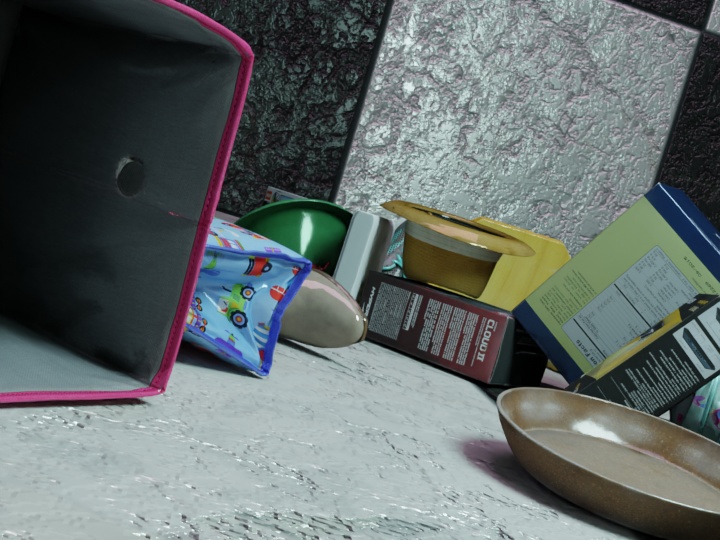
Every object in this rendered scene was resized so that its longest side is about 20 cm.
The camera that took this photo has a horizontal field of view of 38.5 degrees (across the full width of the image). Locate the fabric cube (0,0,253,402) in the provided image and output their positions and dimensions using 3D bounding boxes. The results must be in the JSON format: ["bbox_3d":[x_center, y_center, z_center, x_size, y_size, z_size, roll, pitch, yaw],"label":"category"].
[{"bbox_3d":[-0.205,-0.060,0.521,0.198,0.202,0.196,19,5,31],"label":"fabric cube"}]

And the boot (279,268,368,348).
[{"bbox_3d":[-0.110,0.024,0.905,0.199,0.071,0.145,18,10,37],"label":"boot"}]

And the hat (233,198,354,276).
[{"bbox_3d":[-0.070,0.034,1.162,0.165,0.178,0.199,-35,-36,32],"label":"hat"}]

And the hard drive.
[{"bbox_3d":[0.000,0.000,1.198,0.026,0.133,0.200,18,3,8],"label":"hard drive"}]

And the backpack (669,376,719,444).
[{"bbox_3d":[0.376,0.129,1.022,0.125,0.169,0.200,11,13,13],"label":"backpack"}]

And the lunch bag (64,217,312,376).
[{"bbox_3d":[-0.160,-0.012,0.715,0.150,0.095,0.199,21,-2,45],"label":"lunch bag"}]

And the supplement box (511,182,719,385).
[{"bbox_3d":[0.298,0.027,1.100,0.135,0.200,0.200,52,20,14],"label":"supplement box"}]

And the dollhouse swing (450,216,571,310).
[{"bbox_3d":[0.183,0.019,1.483,0.198,0.178,0.182,16,4,-10],"label":"dollhouse swing"}]

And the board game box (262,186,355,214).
[{"bbox_3d":[-0.083,-0.038,1.457,0.034,0.128,0.199,15,4,-41],"label":"board game box"}]

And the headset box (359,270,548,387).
[{"bbox_3d":[0.114,0.069,1.151,0.198,0.078,0.148,18,3,32],"label":"headset box"}]

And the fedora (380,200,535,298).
[{"bbox_3d":[0.101,-0.019,1.171,0.198,0.083,0.201,18,7,-2],"label":"fedora"}]

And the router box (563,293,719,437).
[{"bbox_3d":[0.246,0.085,0.878,0.052,0.157,0.200,55,10,9],"label":"router box"}]

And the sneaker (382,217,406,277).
[{"bbox_3d":[0.046,-0.006,1.431,0.078,0.199,0.091,56,-3,-28],"label":"sneaker"}]

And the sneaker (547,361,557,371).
[{"bbox_3d":[0.324,0.113,1.437,0.075,0.089,0.200,14,3,-25],"label":"sneaker"}]

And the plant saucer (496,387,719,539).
[{"bbox_3d":[0.182,0.131,0.690,0.198,0.035,0.200,15,11,-3],"label":"plant saucer"}]
